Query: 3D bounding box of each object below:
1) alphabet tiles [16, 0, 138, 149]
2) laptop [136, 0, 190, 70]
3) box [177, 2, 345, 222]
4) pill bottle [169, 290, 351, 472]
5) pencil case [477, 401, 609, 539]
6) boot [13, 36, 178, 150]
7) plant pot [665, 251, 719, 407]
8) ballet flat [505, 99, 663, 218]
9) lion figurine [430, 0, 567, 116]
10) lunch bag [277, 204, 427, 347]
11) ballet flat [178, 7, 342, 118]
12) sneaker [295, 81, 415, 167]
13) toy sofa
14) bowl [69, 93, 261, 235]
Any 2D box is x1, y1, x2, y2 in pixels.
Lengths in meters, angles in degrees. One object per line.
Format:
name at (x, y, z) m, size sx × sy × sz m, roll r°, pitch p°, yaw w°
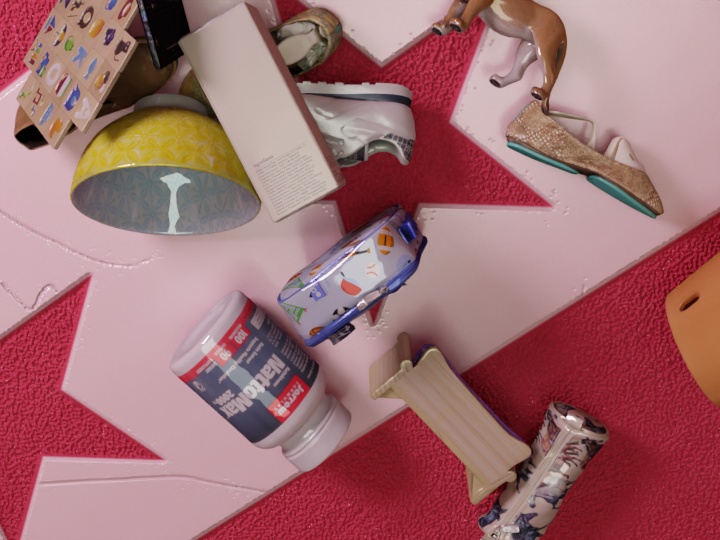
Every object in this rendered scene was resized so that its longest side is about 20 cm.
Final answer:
alphabet tiles at (-0.283, -0.217, 0.994) m, size 0.006 × 0.200 × 0.168 m, roll 26°, pitch 102°, yaw -43°
laptop at (-0.160, -0.313, 0.959) m, size 0.102 × 0.178 × 0.203 m, roll -11°, pitch 108°, yaw 5°
box at (-0.095, -0.155, 0.991) m, size 0.081 × 0.068 × 0.202 m, roll -25°, pitch 95°, yaw 10°
pill bottle at (-0.109, 0.131, 1.142) m, size 0.119 × 0.120 × 0.200 m, roll -43°, pitch 104°, yaw 14°
pencil case at (0.218, 0.248, 1.191) m, size 0.077 × 0.089 × 0.202 m, roll 33°, pitch 108°, yaw 15°
boot at (-0.277, -0.178, 1.038) m, size 0.198 × 0.076 × 0.074 m, roll -19°, pitch 130°, yaw 21°
plant pot at (0.426, 0.059, 1.083) m, size 0.139 × 0.201 × 0.201 m, roll -30°, pitch 107°, yaw 28°
ballet flat at (0.254, -0.125, 1.079) m, size 0.198 × 0.071 × 0.066 m, roll 25°, pitch 93°, yaw -11°
lion figurine at (0.154, -0.266, 1.027) m, size 0.199 × 0.072 × 0.123 m, roll 40°, pitch 77°, yaw -20°
lunch bag at (0.000, 0.000, 1.052) m, size 0.159 × 0.200 × 0.076 m, roll -35°, pitch 97°, yaw 13°
ballet flat at (-0.110, -0.215, 1.051) m, size 0.198 × 0.071 × 0.071 m, roll -25°, pitch 107°, yaw 9°
sneaker at (-0.040, -0.151, 1.052) m, size 0.197 × 0.076 × 0.082 m, roll -2°, pitch 84°, yaw 1°
toy sofa at (0.106, 0.165, 1.168) m, size 0.097 × 0.083 × 0.200 m, roll -41°, pitch 103°, yaw 12°
bowl at (-0.200, -0.119, 1.046) m, size 0.197 × 0.200 × 0.109 m, roll -1°, pitch 73°, yaw 1°
